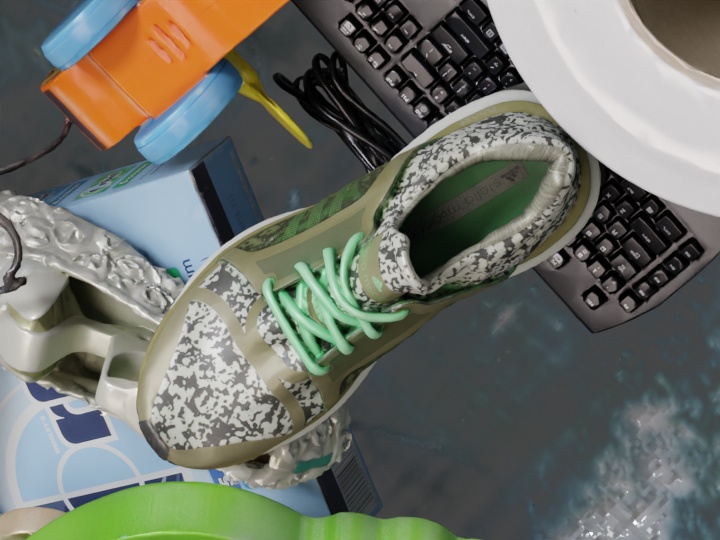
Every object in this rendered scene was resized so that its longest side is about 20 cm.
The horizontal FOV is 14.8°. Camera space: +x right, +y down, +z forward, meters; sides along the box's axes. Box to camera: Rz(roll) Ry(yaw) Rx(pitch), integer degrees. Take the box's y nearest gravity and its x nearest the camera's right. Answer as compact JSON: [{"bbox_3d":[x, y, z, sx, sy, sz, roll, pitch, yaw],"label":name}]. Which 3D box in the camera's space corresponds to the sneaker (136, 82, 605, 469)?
[{"bbox_3d":[0.000,0.000,0.987,0.200,0.089,0.077,-37,90,1],"label":"sneaker"}]

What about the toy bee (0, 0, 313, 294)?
[{"bbox_3d":[-0.086,-0.090,1.041,0.199,0.109,0.132,-19,110,14],"label":"toy bee"}]

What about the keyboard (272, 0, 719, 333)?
[{"bbox_3d":[0.038,-0.053,1.038,0.200,0.040,0.104,48,122,-1],"label":"keyboard"}]

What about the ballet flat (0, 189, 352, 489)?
[{"bbox_3d":[-0.097,0.028,1.069,0.199,0.072,0.072,24,121,13],"label":"ballet flat"}]

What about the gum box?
[{"bbox_3d":[-0.112,0.051,1.150,0.199,0.045,0.171,-15,106,28],"label":"gum box"}]

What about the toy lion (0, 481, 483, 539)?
[{"bbox_3d":[-0.029,0.148,1.113,0.191,0.069,0.200,-27,128,29],"label":"toy lion"}]

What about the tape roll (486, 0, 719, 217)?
[{"bbox_3d":[0.143,-0.119,0.942,0.201,0.071,0.204,9,116,20],"label":"tape roll"}]
